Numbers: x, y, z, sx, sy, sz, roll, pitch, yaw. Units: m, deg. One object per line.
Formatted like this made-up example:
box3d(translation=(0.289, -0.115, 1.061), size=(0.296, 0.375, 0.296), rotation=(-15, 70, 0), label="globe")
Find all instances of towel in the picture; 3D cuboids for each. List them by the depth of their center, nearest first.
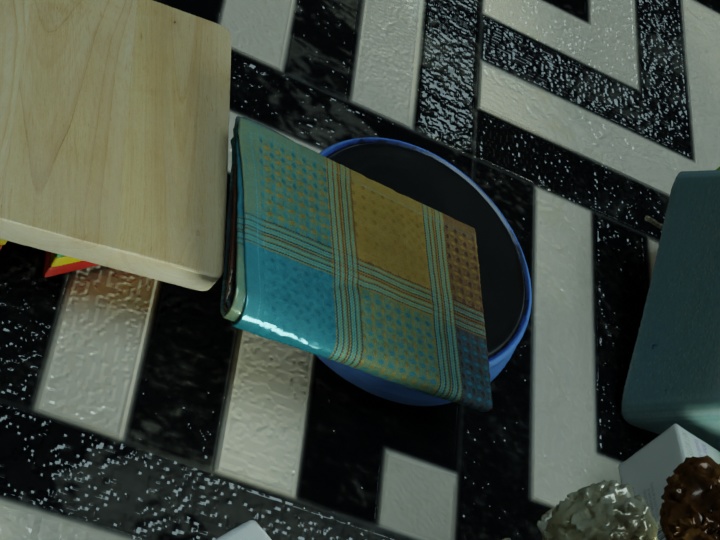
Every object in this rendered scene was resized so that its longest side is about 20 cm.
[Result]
box3d(translation=(0.000, 0.000, 0.850), size=(0.200, 0.022, 0.147), rotation=(23, 49, -32), label="towel")

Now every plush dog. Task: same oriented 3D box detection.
box3d(translation=(0.171, 0.198, 0.698), size=(0.160, 0.172, 0.200), rotation=(-24, 76, -47), label="plush dog")

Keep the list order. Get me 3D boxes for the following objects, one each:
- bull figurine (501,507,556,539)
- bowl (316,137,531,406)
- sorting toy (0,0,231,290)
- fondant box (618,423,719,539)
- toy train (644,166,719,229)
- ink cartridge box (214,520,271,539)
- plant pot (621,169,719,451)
box3d(translation=(0.098, 0.214, 0.808), size=(0.200, 0.065, 0.122), rotation=(-3, 57, -38), label="bull figurine")
box3d(translation=(0.030, -0.006, 0.933), size=(0.200, 0.039, 0.201), rotation=(17, 51, -22), label="bowl")
box3d(translation=(-0.185, -0.085, 0.827), size=(0.199, 0.070, 0.200), rotation=(16, 52, -24), label="sorting toy")
box3d(translation=(0.266, 0.207, 0.886), size=(0.200, 0.058, 0.144), rotation=(33, 32, -23), label="fondant box")
box3d(translation=(0.311, -0.047, 1.123), size=(0.200, 0.085, 0.116), rotation=(22, 40, -19), label="toy train")
box3d(translation=(-0.060, 0.209, 0.587), size=(0.161, 0.050, 0.200), rotation=(50, 25, 12), label="ink cartridge box")
box3d(translation=(0.335, 0.040, 0.945), size=(0.196, 0.200, 0.197), rotation=(20, 79, -21), label="plant pot")
